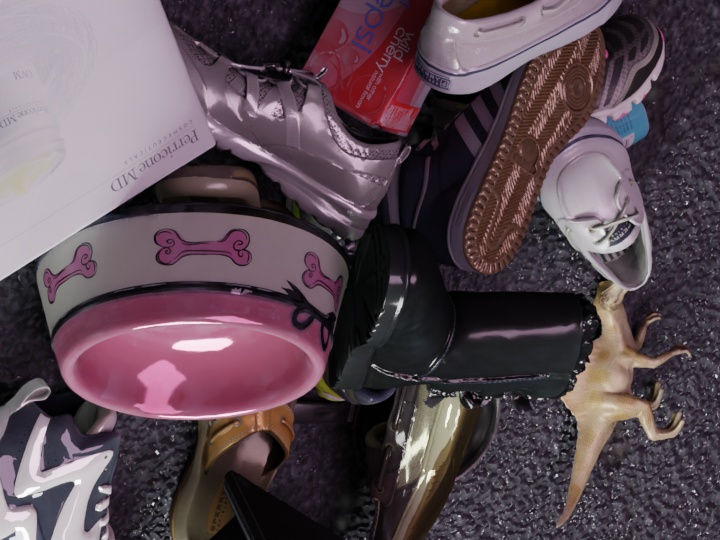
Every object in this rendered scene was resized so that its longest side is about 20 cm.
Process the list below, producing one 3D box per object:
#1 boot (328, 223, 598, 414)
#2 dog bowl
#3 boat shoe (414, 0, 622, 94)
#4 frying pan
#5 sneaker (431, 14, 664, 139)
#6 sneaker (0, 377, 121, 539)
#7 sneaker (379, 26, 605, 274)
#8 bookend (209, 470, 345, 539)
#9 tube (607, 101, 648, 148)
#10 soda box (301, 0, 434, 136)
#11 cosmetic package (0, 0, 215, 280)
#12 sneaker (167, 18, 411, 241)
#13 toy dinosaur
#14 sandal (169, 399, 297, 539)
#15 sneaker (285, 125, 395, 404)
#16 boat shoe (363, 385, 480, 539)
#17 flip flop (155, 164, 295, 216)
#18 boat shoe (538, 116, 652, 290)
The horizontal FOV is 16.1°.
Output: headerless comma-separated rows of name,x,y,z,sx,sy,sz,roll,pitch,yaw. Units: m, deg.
boot,0.072,0.031,1.633,0.162,0.198,0.074,3,64,-10
dog bowl,-0.105,0.032,1.596,0.200,0.200,0.074,20,57,-39
boat shoe,0.111,-0.194,1.650,0.202,0.075,0.086,-32,147,-35
frying pan,0.011,0.116,1.832,0.189,0.031,0.115,-16,115,-15
sneaker,0.130,-0.142,1.786,0.200,0.074,0.088,-27,128,-19
sneaker,-0.179,0.144,1.675,0.130,0.079,0.199,-48,118,0
sneaker,0.083,-0.092,1.714,0.070,0.108,0.200,41,68,-37
bookend,-0.080,0.268,1.743,0.200,0.092,0.199,-44,133,12
tube,0.116,-0.069,1.824,0.200,0.050,0.078,-32,139,-19
soda box,0.040,-0.192,1.679,0.200,0.070,0.063,-61,163,8
cosmetic package,-0.222,-0.121,1.514,0.199,0.123,0.200,-34,126,-20
sneaker,-0.057,-0.108,1.638,0.200,0.075,0.082,36,98,-18
toy dinosaur,0.194,0.098,1.952,0.101,0.058,0.201,9,95,-22
sandal,-0.080,0.116,1.746,0.080,0.054,0.201,7,106,-27
sneaker,0.000,0.000,1.738,0.074,0.081,0.201,-14,109,-26
boat shoe,0.035,0.127,1.798,0.072,0.066,0.201,-43,159,-51
flip flop,-0.085,-0.019,1.637,0.081,0.200,0.058,-7,75,6
boat shoe,0.175,-0.046,1.811,0.073,0.067,0.200,-37,153,5
